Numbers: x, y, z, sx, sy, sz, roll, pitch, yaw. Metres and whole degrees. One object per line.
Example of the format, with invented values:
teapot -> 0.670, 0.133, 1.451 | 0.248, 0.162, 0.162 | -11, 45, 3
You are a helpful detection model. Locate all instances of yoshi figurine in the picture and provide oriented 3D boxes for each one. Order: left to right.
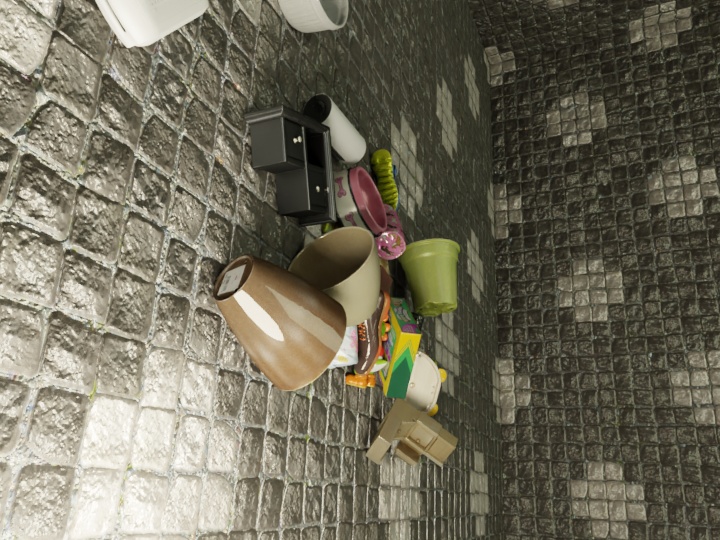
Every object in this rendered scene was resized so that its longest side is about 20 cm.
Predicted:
yoshi figurine -> 0.001, 0.178, 1.478 | 0.109, 0.112, 0.206 | 13, 85, -24

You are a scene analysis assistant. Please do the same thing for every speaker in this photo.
speaker -> -0.059, -0.333, 1.435 | 0.199, 0.079, 0.084 | 36, 52, -61

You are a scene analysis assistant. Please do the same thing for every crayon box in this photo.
crayon box -> 0.087, 0.187, 1.505 | 0.201, 0.057, 0.177 | -111, -148, -66

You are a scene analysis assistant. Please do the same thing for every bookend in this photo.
bookend -> -0.135, -0.201, 1.208 | 0.199, 0.090, 0.205 | 2, 83, -66

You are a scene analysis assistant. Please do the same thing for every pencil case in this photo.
pencil case -> -0.048, 0.114, 1.353 | 0.090, 0.081, 0.206 | 11, 75, -64
pencil case -> 0.068, -0.106, 1.607 | 0.083, 0.085, 0.201 | 54, 12, -26

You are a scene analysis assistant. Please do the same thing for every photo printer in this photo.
photo printer -> -0.314, -0.425, 0.867 | 0.202, 0.068, 0.169 | -65, 143, -49

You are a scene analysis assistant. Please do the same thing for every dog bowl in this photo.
dog bowl -> 0.000, -0.162, 1.480 | 0.202, 0.072, 0.203 | 56, 22, -35

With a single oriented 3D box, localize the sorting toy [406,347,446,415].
sorting toy -> 0.181, 0.325, 1.795 | 0.180, 0.104, 0.206 | -98, -157, -82

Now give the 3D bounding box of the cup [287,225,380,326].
cup -> -0.036, 0.029, 1.243 | 0.145, 0.195, 0.203 | 63, 31, -33

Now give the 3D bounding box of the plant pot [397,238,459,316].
plant pot -> 0.216, 0.032, 1.822 | 0.200, 0.195, 0.189 | 35, 46, -60

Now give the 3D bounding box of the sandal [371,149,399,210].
sandal -> 0.080, -0.243, 1.752 | 0.087, 0.077, 0.206 | 19, 69, -69

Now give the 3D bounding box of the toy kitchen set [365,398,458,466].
toy kitchen set -> 0.120, 0.487, 1.585 | 0.165, 0.197, 0.181 | -60, 174, 30

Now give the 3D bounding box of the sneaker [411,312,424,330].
sneaker -> 0.139, 0.177, 1.771 | 0.200, 0.069, 0.102 | -12, 112, -73

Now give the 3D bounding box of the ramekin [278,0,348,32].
ramekin -> -0.113, -0.635, 1.347 | 0.199, 0.102, 0.207 | -7, 90, -67

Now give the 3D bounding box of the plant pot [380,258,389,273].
plant pot -> 0.033, 0.012, 1.639 | 0.199, 0.027, 0.207 | -5, 90, -67

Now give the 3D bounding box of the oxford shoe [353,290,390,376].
oxford shoe -> 0.010, 0.139, 1.387 | 0.072, 0.070, 0.206 | 24, 73, -49

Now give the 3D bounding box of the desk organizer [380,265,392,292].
desk organizer -> 0.000, 0.000, 1.462 | 0.201, 0.070, 0.078 | 51, 55, -44

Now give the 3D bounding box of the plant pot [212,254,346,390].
plant pot -> -0.153, 0.072, 1.033 | 0.200, 0.184, 0.190 | 45, 43, -35

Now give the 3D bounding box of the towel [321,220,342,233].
towel -> -0.032, -0.082, 1.488 | 0.200, 0.018, 0.088 | 46, 49, -46
